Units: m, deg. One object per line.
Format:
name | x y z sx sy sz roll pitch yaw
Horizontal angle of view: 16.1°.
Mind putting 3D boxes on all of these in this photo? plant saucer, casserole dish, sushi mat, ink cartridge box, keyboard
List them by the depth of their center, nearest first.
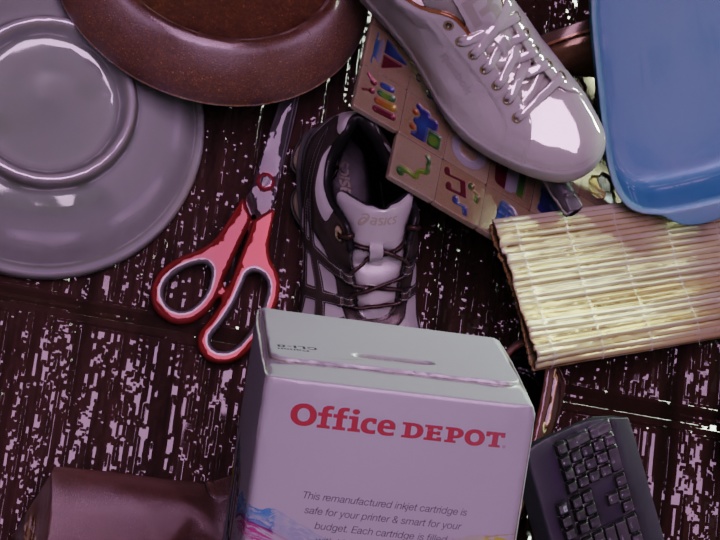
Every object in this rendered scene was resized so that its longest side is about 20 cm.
ink cartridge box | 0.002 0.137 1.377 0.145 0.145 0.200 8 103 -7
keyboard | 0.128 0.192 1.490 0.127 0.021 0.200 -22 104 -17
plant saucer | -0.190 -0.096 1.529 0.200 0.050 0.200 3 74 -11
casserole dish | 0.196 -0.128 1.555 0.121 0.039 0.200 -12 110 -13
plant saucer | -0.087 -0.190 1.556 0.200 0.034 0.200 9 56 -13
sushi mat | 0.166 0.003 1.557 0.200 0.012 0.096 -8 74 -38

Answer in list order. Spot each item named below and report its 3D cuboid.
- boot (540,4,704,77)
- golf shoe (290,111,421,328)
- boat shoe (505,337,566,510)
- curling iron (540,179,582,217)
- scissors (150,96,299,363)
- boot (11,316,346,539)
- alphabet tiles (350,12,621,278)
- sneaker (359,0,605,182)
boot | 0.195 -0.126 1.606 0.200 0.074 0.076 -3 85 -23
golf shoe | 0.000 0.000 1.520 0.078 0.094 0.200 -10 78 -15
boat shoe | 0.063 0.130 1.506 0.070 0.070 0.200 21 71 7
curling iron | 0.090 -0.124 1.552 0.050 0.026 0.200 -24 74 9
scissors | -0.056 -0.039 1.545 0.073 0.014 0.200 30 79 5
boot | -0.099 0.117 1.467 0.200 0.064 0.187 2 91 -8
alphabet tiles | 0.083 -0.089 1.561 0.200 0.006 0.166 29 50 -22
sneaker | 0.069 -0.133 1.497 0.200 0.085 0.073 44 74 1
